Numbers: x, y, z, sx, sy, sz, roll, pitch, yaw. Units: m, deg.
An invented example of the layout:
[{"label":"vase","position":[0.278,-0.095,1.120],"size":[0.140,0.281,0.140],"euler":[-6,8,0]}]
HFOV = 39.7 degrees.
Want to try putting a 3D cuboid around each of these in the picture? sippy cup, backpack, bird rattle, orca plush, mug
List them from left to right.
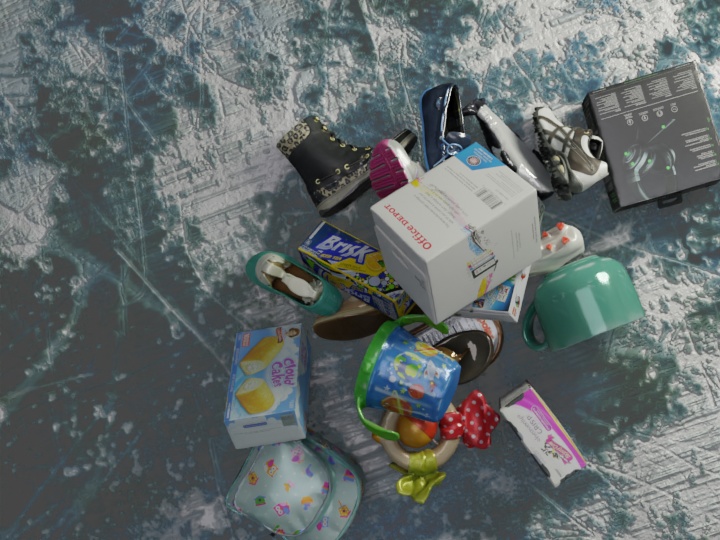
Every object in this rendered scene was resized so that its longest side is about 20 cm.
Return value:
[{"label":"backpack","position":[-0.094,0.346,1.581],"size":[0.199,0.153,0.177],"euler":[29,86,1]},{"label":"sippy cup","position":[0.076,0.160,1.494],"size":[0.129,0.140,0.179],"euler":[20,100,15]},{"label":"bird rattle","position":[0.111,0.257,1.559],"size":[0.163,0.113,0.200],"euler":[40,97,-10]},{"label":"orca plush","position":[0.224,-0.179,1.598],"size":[0.200,0.105,0.071],"euler":[45,125,4]},{"label":"mug","position":[0.329,0.051,1.532],"size":[0.184,0.152,0.115],"euler":[-21,82,7]}]

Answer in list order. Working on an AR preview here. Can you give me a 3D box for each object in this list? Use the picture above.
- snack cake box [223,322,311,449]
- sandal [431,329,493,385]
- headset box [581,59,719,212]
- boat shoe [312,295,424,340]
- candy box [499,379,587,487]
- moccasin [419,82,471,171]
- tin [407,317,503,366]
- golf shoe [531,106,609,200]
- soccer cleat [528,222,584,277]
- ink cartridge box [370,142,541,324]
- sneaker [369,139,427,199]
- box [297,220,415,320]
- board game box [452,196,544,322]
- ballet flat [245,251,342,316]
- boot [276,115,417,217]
[{"label":"snack cake box","position":[-0.142,0.178,1.571],"size":[0.114,0.201,0.068],"euler":[-11,127,8]},{"label":"sandal","position":[0.113,0.146,1.570],"size":[0.198,0.055,0.083],"euler":[-10,87,8]},{"label":"headset box","position":[0.458,-0.198,1.554],"size":[0.173,0.093,0.202],"euler":[-17,86,6]},{"label":"boat shoe","position":[0.017,0.059,1.623],"size":[0.198,0.072,0.065],"euler":[-16,51,4]},{"label":"candy box","position":[0.271,0.240,1.507],"size":[0.061,0.200,0.137],"euler":[-37,84,5]},{"label":"moccasin","position":[0.139,-0.201,1.562],"size":[0.068,0.080,0.202],"euler":[-22,76,38]},{"label":"tin","position":[0.138,0.130,1.613],"size":[0.199,0.042,0.113],"euler":[-29,88,5]},{"label":"golf shoe","position":[0.325,-0.190,1.545],"size":[0.094,0.078,0.201],"euler":[-20,46,9]},{"label":"soccer cleat","position":[0.261,-0.014,1.589],"size":[0.199,0.078,0.070],"euler":[-20,55,22]},{"label":"ink cartridge box","position":[0.141,-0.055,1.459],"size":[0.199,0.145,0.147],"euler":[-31,49,-14]},{"label":"sneaker","position":[0.086,-0.131,1.587],"size":[0.088,0.081,0.201],"euler":[-52,124,-33]},{"label":"box","position":[0.000,0.000,1.582],"size":[0.199,0.065,0.070],"euler":[29,65,27]},{"label":"board game box","position":[0.204,-0.021,1.556],"size":[0.125,0.035,0.202],"euler":[4,67,33]},{"label":"ballet flat","position":[-0.117,0.010,1.604],"size":[0.199,0.070,0.068],"euler":[26,83,30]},{"label":"boot","position":[-0.024,-0.203,1.632],"size":[0.203,0.073,0.154],"euler":[-38,80,3]}]
